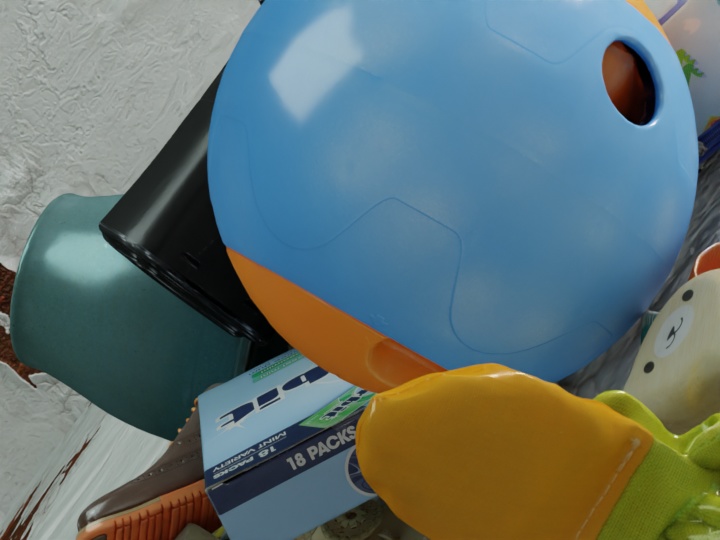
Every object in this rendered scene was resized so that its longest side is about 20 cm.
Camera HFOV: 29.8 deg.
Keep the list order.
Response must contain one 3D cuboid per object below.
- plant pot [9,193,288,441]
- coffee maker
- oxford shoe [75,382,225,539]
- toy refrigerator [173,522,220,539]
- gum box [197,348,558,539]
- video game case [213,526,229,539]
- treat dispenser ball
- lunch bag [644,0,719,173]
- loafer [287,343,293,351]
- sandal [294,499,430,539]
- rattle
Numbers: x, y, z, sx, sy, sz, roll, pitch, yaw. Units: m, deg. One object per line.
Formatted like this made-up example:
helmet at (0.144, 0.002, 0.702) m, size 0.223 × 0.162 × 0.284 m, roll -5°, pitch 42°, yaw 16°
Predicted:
plant pot at (-0.148, 0.028, 1.005) m, size 0.200 × 0.187 × 0.201 m, roll 13°, pitch -90°, yaw -82°
coffee maker at (-0.058, -0.069, 0.824) m, size 0.200 × 0.134 × 0.192 m, roll -56°, pitch 3°, yaw -8°
oxford shoe at (-0.098, 0.120, 0.861) m, size 0.199 × 0.073 × 0.071 m, roll -22°, pitch -27°, yaw -30°
toy refrigerator at (-0.109, 0.244, 0.759) m, size 0.070 × 0.076 × 0.200 m, roll -49°, pitch 12°, yaw 28°
gum box at (-0.001, 0.067, 0.716) m, size 0.169 × 0.045 × 0.200 m, roll -26°, pitch 9°, yaw -4°
video game case at (-0.104, 0.212, 0.995) m, size 0.183 × 0.022 × 0.200 m, roll -60°, pitch 10°, yaw -25°
treat dispenser ball at (0.037, -0.046, 0.559) m, size 0.201 × 0.200 × 0.201 m, roll -52°, pitch 10°, yaw 14°
lunch bag at (0.172, -0.137, 0.674) m, size 0.161 × 0.082 × 0.200 m, roll -44°, pitch 14°, yaw 50°
loafer at (0.000, 0.000, 0.867) m, size 0.072 × 0.063 × 0.200 m, roll -16°, pitch -14°, yaw -37°
sandal at (-0.031, 0.144, 0.736) m, size 0.078 × 0.069 × 0.212 m, roll -59°, pitch 11°, yaw -22°
rattle at (0.074, 0.031, 0.449) m, size 0.201 × 0.142 × 0.131 m, roll -74°, pitch 2°, yaw -45°
